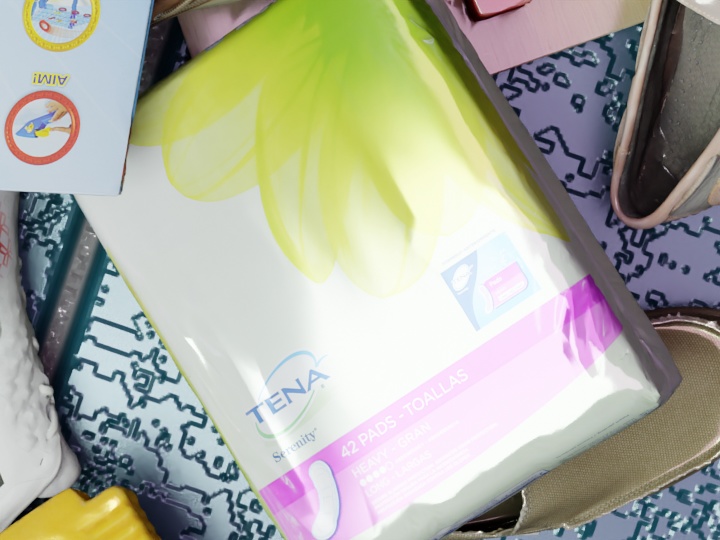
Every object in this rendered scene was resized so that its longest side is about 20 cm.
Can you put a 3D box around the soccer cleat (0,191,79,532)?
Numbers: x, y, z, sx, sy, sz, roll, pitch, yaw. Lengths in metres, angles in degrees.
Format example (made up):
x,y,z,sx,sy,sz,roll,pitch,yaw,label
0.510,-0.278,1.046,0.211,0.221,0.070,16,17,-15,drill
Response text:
x,y,z,sx,sy,sz,roll,pitch,yaw,label
-0.147,0.049,1.108,0.085,0.069,0.201,12,97,-10,soccer cleat

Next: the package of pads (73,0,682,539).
x,y,z,sx,sy,sz,roll,pitch,yaw,label
0.000,0.000,1.040,0.154,0.068,0.200,-33,85,17,package of pads

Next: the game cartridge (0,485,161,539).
x,y,z,sx,sy,sz,roll,pitch,yaw,label
-0.113,0.203,1.048,0.176,0.032,0.200,-34,78,5,game cartridge

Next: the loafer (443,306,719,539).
x,y,z,sx,sy,sz,roll,pitch,yaw,label
0.070,0.071,1.113,0.199,0.067,0.076,-21,95,2,loafer

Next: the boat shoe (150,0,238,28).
x,y,z,sx,sy,sz,roll,pitch,yaw,label
-0.110,-0.112,1.062,0.199,0.074,0.076,-23,91,33,boat shoe

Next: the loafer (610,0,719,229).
x,y,z,sx,sy,sz,roll,pitch,yaw,label
0.138,-0.094,1.051,0.072,0.201,0.063,36,50,25,loafer

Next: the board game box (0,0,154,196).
x,y,z,sx,sy,sz,roll,pitch,yaw,label
-0.163,-0.130,0.939,0.199,0.056,0.197,3,111,-25,board game box

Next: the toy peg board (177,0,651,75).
x,y,z,sx,sy,sz,roll,pitch,yaw,label
0.009,-0.166,1.084,0.198,0.098,0.201,-19,93,1,toy peg board
